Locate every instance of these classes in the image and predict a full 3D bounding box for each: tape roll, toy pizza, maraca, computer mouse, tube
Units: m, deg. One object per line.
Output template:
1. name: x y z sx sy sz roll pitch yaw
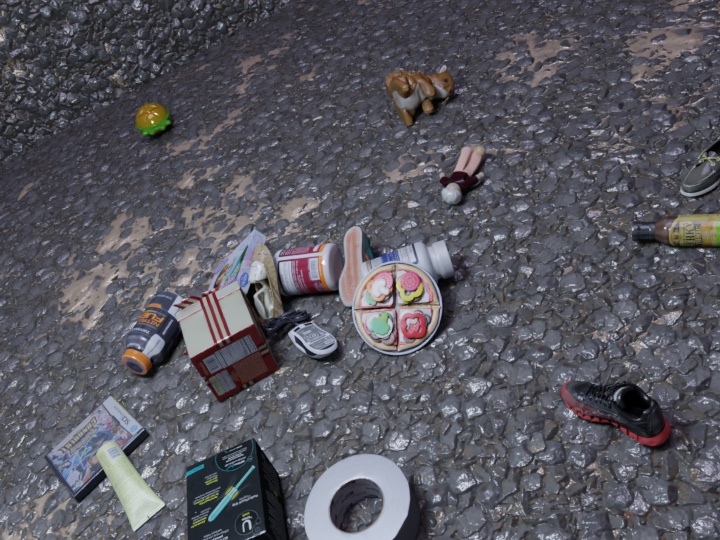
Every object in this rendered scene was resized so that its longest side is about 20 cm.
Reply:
1. tape roll: 0.002 0.425 1.289 0.196 0.067 0.202 -15 40 13
2. toy pizza: 0.076 0.077 1.578 0.195 0.032 0.205 -2 78 11
3. maraca: -0.769 -0.555 2.746 0.135 0.108 0.201 -29 39 -6
4. computer mouse: -0.125 0.151 1.669 0.108 0.045 0.199 -20 35 -31
5. tube: -0.485 0.443 1.536 0.199 0.051 0.059 40 111 34

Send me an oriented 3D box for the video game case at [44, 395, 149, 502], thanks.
1. video game case: -0.598 0.396 1.669 0.200 0.026 0.179 -44 43 -22

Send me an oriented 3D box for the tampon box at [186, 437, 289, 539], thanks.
1. tampon box: -0.222 0.444 1.337 0.147 0.127 0.202 -23 40 3

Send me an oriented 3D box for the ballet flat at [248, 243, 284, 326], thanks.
1. ballet flat: -0.227 0.038 1.742 0.070 0.204 0.065 -18 -3 40

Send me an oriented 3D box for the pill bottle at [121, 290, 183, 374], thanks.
1. pill bottle: -0.508 0.156 1.823 0.104 0.107 0.202 0 46 27

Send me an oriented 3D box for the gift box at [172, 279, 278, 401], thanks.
1. gift box: -0.317 0.153 1.666 0.197 0.187 0.188 -23 40 -8

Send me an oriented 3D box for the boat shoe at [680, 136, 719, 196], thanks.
1. boat shoe: 0.773 -0.238 1.619 0.200 0.061 0.072 -38 41 -15

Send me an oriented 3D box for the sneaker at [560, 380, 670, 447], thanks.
1. sneaker: 0.428 0.223 1.262 0.198 0.099 0.071 21 58 43

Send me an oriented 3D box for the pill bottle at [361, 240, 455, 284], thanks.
1. pill bottle: 0.108 0.004 1.662 0.196 0.112 0.112 -20 39 7

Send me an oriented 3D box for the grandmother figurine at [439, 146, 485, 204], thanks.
1. grandmother figurine: 0.256 -0.243 1.902 0.119 0.061 0.202 -6 40 35

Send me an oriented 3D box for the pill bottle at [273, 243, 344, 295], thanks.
1. pill bottle: -0.146 0.000 1.799 0.196 0.114 0.114 -6 42 22

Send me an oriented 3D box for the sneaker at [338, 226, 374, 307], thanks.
1. sneaker: 0.000 0.000 1.762 0.070 0.080 0.204 -11 61 32

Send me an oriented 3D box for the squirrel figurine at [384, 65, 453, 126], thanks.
1. squirrel figurine: 0.180 -0.558 2.231 0.184 0.143 0.201 -25 41 -10

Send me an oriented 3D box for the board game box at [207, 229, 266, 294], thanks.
1. board game box: -0.324 0.025 1.847 0.199 0.041 0.202 -40 26 37

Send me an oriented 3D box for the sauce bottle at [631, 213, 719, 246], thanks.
1. sauce bottle: 0.657 -0.081 1.506 0.196 0.065 0.065 -1 44 29
